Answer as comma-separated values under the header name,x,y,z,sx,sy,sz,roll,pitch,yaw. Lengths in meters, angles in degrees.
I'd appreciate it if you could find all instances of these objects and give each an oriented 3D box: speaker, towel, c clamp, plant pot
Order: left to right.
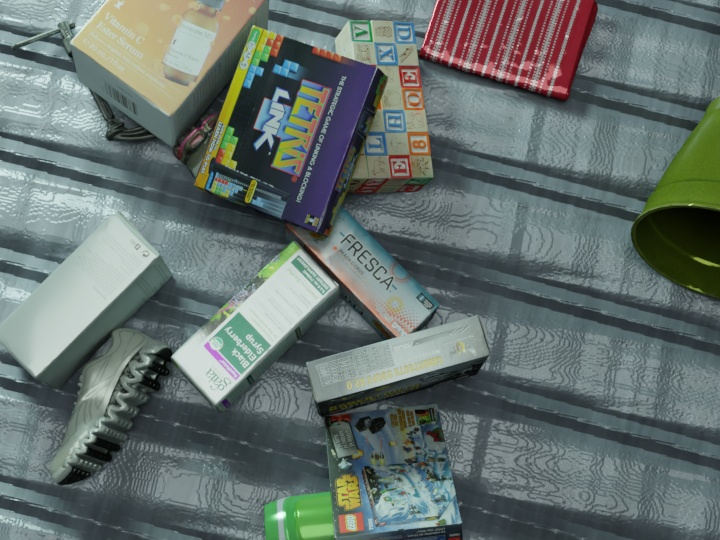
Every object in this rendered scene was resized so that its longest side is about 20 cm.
name,x,y,z,sx,sy,sz,roll,pitch,yaw
c clamp,-0.312,-0.239,1.557,0.170,0.027,0.201,-32,80,-13
speaker,-0.007,0.291,1.415,0.198,0.088,0.089,-6,78,-2
towel,0.188,-0.305,1.573,0.199,0.022,0.146,17,81,5
plant pot,0.442,-0.096,1.457,0.199,0.201,0.194,24,67,5

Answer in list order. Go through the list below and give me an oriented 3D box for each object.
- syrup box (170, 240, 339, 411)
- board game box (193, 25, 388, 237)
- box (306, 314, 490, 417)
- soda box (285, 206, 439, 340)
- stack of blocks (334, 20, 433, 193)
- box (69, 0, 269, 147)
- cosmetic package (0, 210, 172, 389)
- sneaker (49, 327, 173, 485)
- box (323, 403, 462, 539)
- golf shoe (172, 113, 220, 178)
name,x,y,z,sx,sy,sz,roll,pitch,yaw
syrup box,-0.121,0.067,1.463,0.200,0.081,0.079,-44,82,-10
board game box,-0.080,-0.160,1.440,0.164,0.057,0.201,20,90,17
box,0.041,0.111,1.415,0.199,0.158,0.049,-15,79,-4
soda box,0.000,0.000,1.485,0.068,0.064,0.200,-42,82,-13
stack of blocks,0.015,-0.199,1.513,0.114,0.059,0.202,-2,77,-20
box,-0.227,-0.282,1.508,0.152,0.106,0.200,35,74,4
cosmetic package,-0.320,0.038,1.454,0.081,0.113,0.200,44,79,9
sneaker,-0.302,0.158,1.455,0.081,0.075,0.201,30,77,20
box,0.033,0.231,1.386,0.136,0.040,0.200,-5,33,-1
golf shoe,-0.131,-0.183,1.524,0.200,0.073,0.092,-45,88,1
